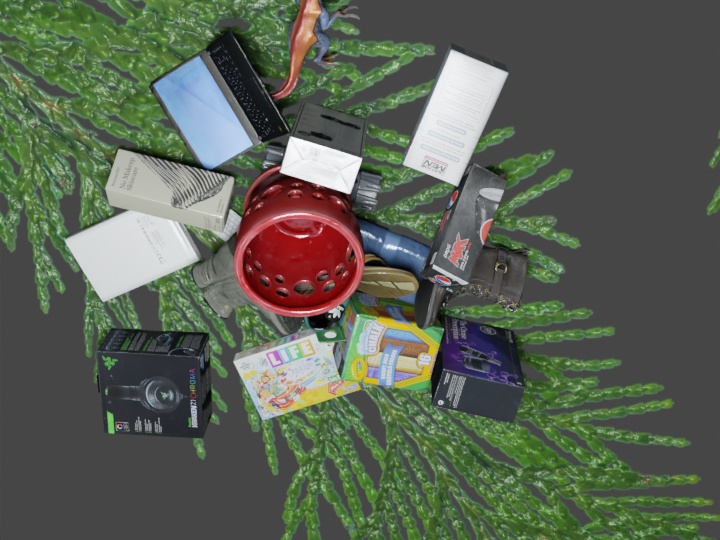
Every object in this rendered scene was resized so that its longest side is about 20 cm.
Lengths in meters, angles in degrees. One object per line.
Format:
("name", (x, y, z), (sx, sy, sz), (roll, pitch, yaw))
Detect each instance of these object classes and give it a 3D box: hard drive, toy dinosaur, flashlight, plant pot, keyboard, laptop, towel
("hard drive", (-0.397, -0.039, 1.689), (0.199, 0.027, 0.132), (-23, 111, 12))
("toy dinosaur", (-0.064, -0.372, 1.452), (0.105, 0.201, 0.182), (19, 158, 6))
("flashlight", (-0.064, -0.157, 1.599), (0.199, 0.068, 0.068), (11, 158, -5))
("plant pot", (-0.095, -0.056, 1.518), (0.199, 0.183, 0.201), (-1, 125, -2))
("keyboard", (-0.186, -0.042, 1.683), (0.200, 0.011, 0.056), (40, 110, -13))
("laptop", (-0.226, -0.259, 1.530), (0.103, 0.200, 0.178), (-37, 105, -21))
("towel", (0.047, -0.015, 1.661), (0.199, 0.049, 0.112), (21, 115, -5))

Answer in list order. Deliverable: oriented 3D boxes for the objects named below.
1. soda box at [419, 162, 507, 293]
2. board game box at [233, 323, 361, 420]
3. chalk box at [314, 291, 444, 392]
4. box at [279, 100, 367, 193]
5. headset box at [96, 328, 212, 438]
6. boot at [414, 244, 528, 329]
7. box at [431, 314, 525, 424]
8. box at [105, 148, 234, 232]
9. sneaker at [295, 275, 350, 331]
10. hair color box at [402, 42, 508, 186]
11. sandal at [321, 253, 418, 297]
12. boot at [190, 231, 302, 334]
("soda box", (0.167, -0.069, 1.556), (0.071, 0.063, 0.201), (27, 68, -9))
("board game box", (-0.114, 0.184, 1.766), (0.199, 0.034, 0.135), (-19, 111, 11))
("chalk box", (0.024, 0.116, 1.657), (0.199, 0.125, 0.124), (11, 107, -13))
("box", (-0.054, -0.196, 1.505), (0.116, 0.200, 0.060), (16, 115, -6))
("headset box", (-0.378, 0.204, 1.759), (0.199, 0.093, 0.175), (4, 113, 2))
("boot", (0.193, 0.030, 1.611), (0.174, 0.069, 0.201), (24, 78, -17))
("box", (0.196, 0.164, 1.648), (0.141, 0.200, 0.079), (15, 114, -4))
("box", (-0.314, -0.132, 1.604), (0.199, 0.082, 0.068), (13, 159, -4))
("sneaker", (-0.086, 0.065, 1.634), (0.071, 0.080, 0.200), (29, 155, -22))
("hair color box", (0.150, -0.248, 1.545), (0.099, 0.061, 0.201), (21, 113, -5))
("sandal", (0.000, 0.000, 1.615), (0.199, 0.054, 0.080), (7, 151, 15))
("boot", (-0.189, 0.044, 1.606), (0.131, 0.068, 0.200), (-40, 80, 29))
